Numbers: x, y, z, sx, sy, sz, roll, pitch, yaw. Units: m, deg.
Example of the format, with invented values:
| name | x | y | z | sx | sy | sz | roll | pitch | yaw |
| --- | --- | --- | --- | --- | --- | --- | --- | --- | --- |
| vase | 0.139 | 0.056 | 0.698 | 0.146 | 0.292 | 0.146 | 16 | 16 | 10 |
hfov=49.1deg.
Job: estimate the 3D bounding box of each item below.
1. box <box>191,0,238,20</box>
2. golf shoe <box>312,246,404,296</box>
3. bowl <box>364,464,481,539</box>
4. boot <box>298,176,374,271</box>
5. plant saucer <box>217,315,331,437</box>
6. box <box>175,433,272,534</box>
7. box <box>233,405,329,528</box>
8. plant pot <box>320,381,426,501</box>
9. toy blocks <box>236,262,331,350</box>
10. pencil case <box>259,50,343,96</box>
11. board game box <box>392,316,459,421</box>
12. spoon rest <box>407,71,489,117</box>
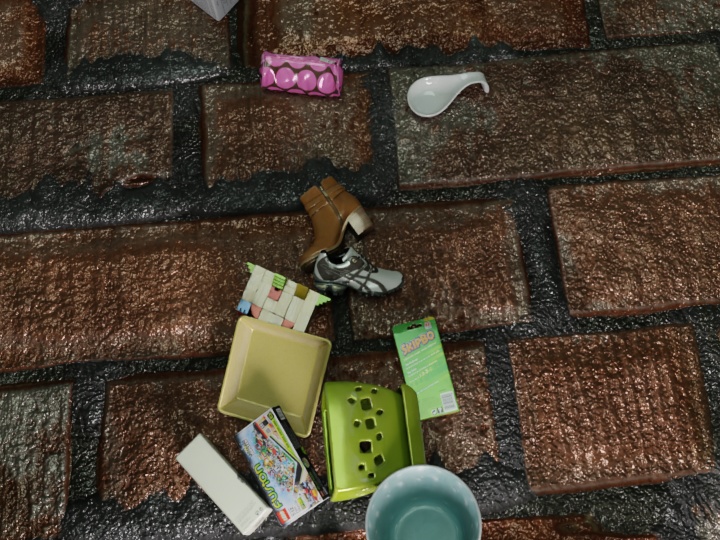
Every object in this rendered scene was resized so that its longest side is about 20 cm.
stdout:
| name | x | y | z | sx | sy | sz | roll | pitch | yaw |
| --- | --- | --- | --- | --- | --- | --- | --- | --- | --- |
| box | -0.390 | -0.731 | 1.865 | 0.199 | 0.184 | 0.105 | 38 | 76 | 12 |
| golf shoe | 0.000 | 0.000 | 1.640 | 0.196 | 0.078 | 0.096 | 0 | 111 | -13 |
| bowl | 0.111 | 0.450 | 1.358 | 0.196 | 0.106 | 0.204 | -4 | 56 | 7 |
| boot | -0.086 | -0.104 | 1.701 | 0.199 | 0.077 | 0.156 | -37 | 76 | -14 |
| plant saucer | -0.169 | 0.209 | 1.583 | 0.196 | 0.048 | 0.204 | 15 | 94 | 6 |
| box | -0.263 | 0.414 | 1.523 | 0.068 | 0.082 | 0.200 | -43 | 77 | -13 |
| box | -0.154 | 0.379 | 1.527 | 0.109 | 0.035 | 0.202 | -37 | 76 | 18 |
| plant pot | 0.022 | 0.321 | 1.496 | 0.177 | 0.200 | 0.204 | -4 | 70 | -7 |
| toy blocks | -0.175 | 0.084 | 1.638 | 0.197 | 0.100 | 0.139 | 24 | 84 | 5 |
| pencil case | -0.137 | -0.459 | 1.817 | 0.195 | 0.094 | 0.093 | 4 | 71 | 3 |
| board game box | 0.132 | 0.202 | 1.621 | 0.094 | 0.030 | 0.204 | -12 | 74 | -4 |
| spoon rest | 0.203 | -0.416 | 1.817 | 0.196 | 0.061 | 0.101 | -18 | 71 | -7 |
